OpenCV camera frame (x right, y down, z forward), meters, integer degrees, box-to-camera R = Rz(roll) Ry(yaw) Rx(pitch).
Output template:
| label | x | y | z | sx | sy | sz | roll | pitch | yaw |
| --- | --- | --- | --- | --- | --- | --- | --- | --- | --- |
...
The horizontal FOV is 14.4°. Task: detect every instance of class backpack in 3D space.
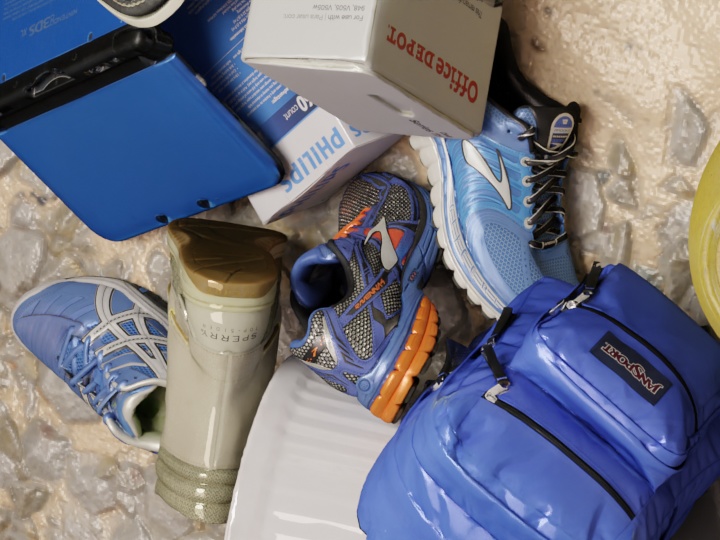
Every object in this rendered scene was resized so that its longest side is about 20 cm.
| label | x | y | z | sx | sy | sz | roll | pitch | yaw |
| --- | --- | --- | --- | --- | --- | --- | --- | --- | --- |
| backpack | 0.097 | 0.097 | 1.499 | 0.162 | 0.200 | 0.168 | 36 | 127 | 9 |

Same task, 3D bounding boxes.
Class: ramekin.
| label | x | y | z | sx | sy | sz | roll | pitch | yaw |
| --- | --- | --- | --- | --- | --- | --- | --- | --- | --- |
| ramekin | -0.010 | 0.154 | 1.637 | 0.097 | 0.200 | 0.201 | 9 | 104 | 11 |

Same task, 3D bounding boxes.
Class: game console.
| label | x | y | z | sx | sy | sz | roll | pitch | yaw |
| --- | --- | --- | --- | --- | --- | --- | --- | --- | --- |
| game console | -0.139 | -0.127 | 1.709 | 0.200 | 0.118 | 0.171 | -17 | 65 | 50 |

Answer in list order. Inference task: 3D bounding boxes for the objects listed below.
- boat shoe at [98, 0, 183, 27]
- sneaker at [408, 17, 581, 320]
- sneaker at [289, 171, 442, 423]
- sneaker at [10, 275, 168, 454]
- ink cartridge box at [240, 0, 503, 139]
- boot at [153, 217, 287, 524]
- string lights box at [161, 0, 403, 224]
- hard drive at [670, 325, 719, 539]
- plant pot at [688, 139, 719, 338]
| label | x | y | z | sx | sy | sz | roll | pitch | yaw |
| --- | --- | --- | --- | --- | --- | --- | --- | --- | --- |
| boat shoe | -0.160 | -0.212 | 1.605 | 0.072 | 0.068 | 0.200 | -43 | 55 | 15 |
| sneaker | 0.086 | -0.054 | 1.613 | 0.089 | 0.079 | 0.200 | -26 | 86 | 33 |
| sneaker | 0.000 | 0.000 | 1.616 | 0.078 | 0.200 | 0.075 | 24 | 118 | -15 |
| sneaker | -0.141 | 0.061 | 1.763 | 0.200 | 0.077 | 0.076 | 24 | 112 | 26 |
| ink cartridge box | 0.017 | -0.185 | 1.552 | 0.083 | 0.147 | 0.200 | 4 | 78 | 29 |
| boot | -0.084 | 0.055 | 1.665 | 0.072 | 0.200 | 0.155 | 5 | 102 | -4 |
| string lights box | -0.062 | -0.141 | 1.679 | 0.103 | 0.059 | 0.200 | -37 | 80 | 45 |
| hard drive | 0.156 | 0.142 | 1.633 | 0.139 | 0.033 | 0.200 | -12 | 93 | 31 |
| plant pot | 0.251 | -0.012 | 1.488 | 0.200 | 0.142 | 0.201 | 6 | 103 | 29 |
